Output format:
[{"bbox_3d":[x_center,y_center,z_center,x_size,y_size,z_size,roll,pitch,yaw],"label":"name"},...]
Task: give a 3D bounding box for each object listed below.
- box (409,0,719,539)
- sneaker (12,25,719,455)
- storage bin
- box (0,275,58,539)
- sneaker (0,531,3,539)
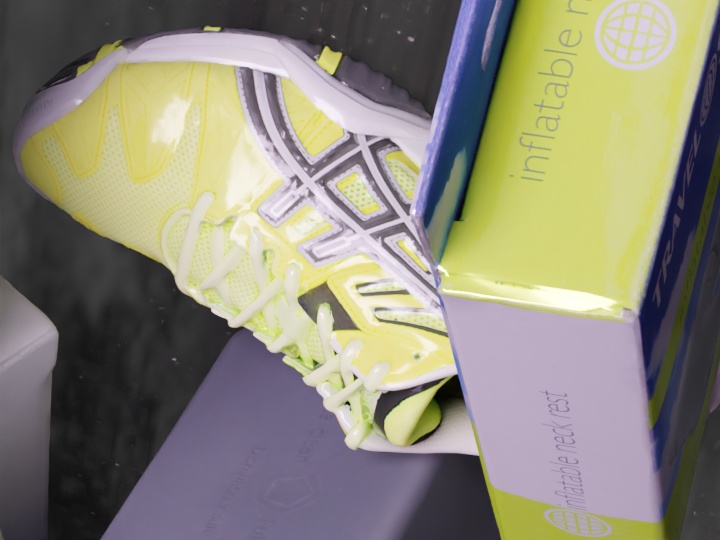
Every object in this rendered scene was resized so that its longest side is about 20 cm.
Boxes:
[{"bbox_3d":[0.055,-0.018,0.647,0.048,0.122,0.200,11,158,12],"label":"box"},{"bbox_3d":[0.000,0.000,0.769,0.200,0.076,0.075,20,140,6],"label":"sneaker"},{"bbox_3d":[-0.022,0.110,0.817,0.145,0.200,0.135,3,123,22],"label":"storage bin"},{"bbox_3d":[-0.199,0.089,0.835,0.131,0.200,0.199,39,145,25],"label":"box"},{"bbox_3d":[-0.113,0.130,0.732,0.074,0.116,0.200,-12,147,-2],"label":"sneaker"}]
